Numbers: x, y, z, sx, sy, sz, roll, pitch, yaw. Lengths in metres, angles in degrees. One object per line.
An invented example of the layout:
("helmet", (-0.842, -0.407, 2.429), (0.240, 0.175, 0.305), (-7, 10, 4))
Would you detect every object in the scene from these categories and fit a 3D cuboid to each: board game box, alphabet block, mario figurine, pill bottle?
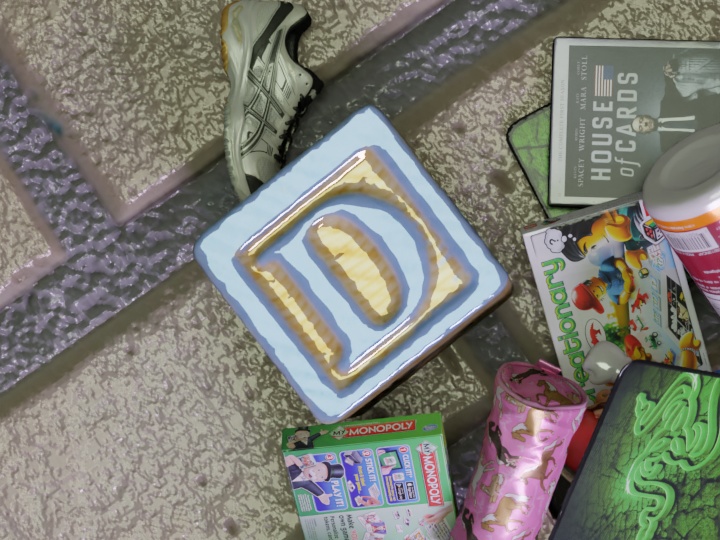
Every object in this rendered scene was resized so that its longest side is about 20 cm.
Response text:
("board game box", (0.016, 0.206, 1.485), (0.134, 0.029, 0.200), (-7, 130, 5))
("alphabet block", (0.000, 0.000, 1.477), (0.196, 0.200, 0.195), (-36, 85, 3))
("mario figurine", (0.253, 0.111, 1.471), (0.200, 0.106, 0.124), (-16, 85, 6))
("board game box", (0.226, 0.041, 1.511), (0.126, 0.035, 0.200), (-17, 100, 5))
("pill bottle", (0.331, -0.017, 1.458), (0.113, 0.113, 0.200), (-37, 115, 3))

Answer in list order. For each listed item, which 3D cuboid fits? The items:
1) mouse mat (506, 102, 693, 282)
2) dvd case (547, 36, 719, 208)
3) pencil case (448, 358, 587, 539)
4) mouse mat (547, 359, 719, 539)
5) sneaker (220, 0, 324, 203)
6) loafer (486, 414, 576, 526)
("mouse mat", (0.242, -0.075, 1.546), (0.161, 0.008, 0.200), (-28, 86, 4))
("dvd case", (0.267, -0.128, 1.522), (0.200, 0.025, 0.151), (2, 88, 4))
("pencil case", (0.127, 0.175, 1.431), (0.083, 0.087, 0.200), (3, 115, -26))
("mouse mat", (0.255, 0.168, 1.434), (0.161, 0.008, 0.200), (10, 115, -17))
("sneaker", (-0.076, -0.147, 1.553), (0.088, 0.076, 0.200), (-3, 87, 6))
("loafer", (0.178, 0.196, 1.507), (0.200, 0.063, 0.072), (54, 129, 8))
